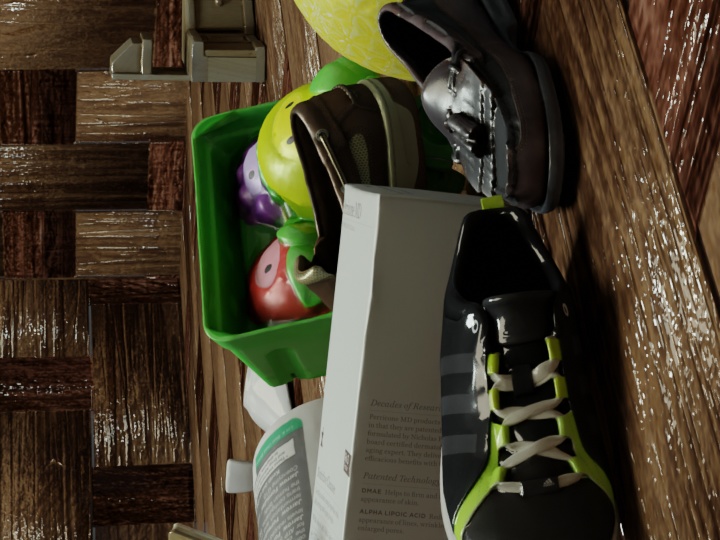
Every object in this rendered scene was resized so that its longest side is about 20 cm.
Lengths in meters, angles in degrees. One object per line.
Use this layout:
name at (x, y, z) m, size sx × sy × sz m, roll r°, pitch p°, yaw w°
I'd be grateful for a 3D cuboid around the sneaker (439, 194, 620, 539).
sneaker at (0.061, 0.048, 0.925) m, size 0.200 × 0.072 × 0.083 m, roll -99°, pitch -2°, yaw -47°

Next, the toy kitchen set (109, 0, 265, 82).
toy kitchen set at (-0.194, -0.302, 2.443) m, size 0.200 × 0.163 × 0.181 m, roll -123°, pitch 33°, yaw -75°

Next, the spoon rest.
spoon rest at (-0.088, 0.141, 2.166) m, size 0.200 × 0.060 × 0.100 m, roll -79°, pitch -3°, yaw -53°

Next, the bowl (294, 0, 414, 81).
bowl at (-0.006, -0.210, 1.307) m, size 0.200 × 0.107 × 0.201 m, roll 180°, pitch 90°, yaw -82°

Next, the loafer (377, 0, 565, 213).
loafer at (0.051, -0.082, 1.063) m, size 0.200 × 0.063 × 0.072 m, roll -105°, pitch 16°, yaw -61°

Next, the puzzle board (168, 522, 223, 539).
puzzle board at (-0.012, 0.221, 1.164) m, size 0.017 × 0.200 × 0.151 m, roll -48°, pitch -31°, yaw -49°

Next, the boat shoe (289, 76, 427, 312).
boat shoe at (-0.002, 0.000, 1.208) m, size 0.075 × 0.075 × 0.203 m, roll -175°, pitch 76°, yaw -68°

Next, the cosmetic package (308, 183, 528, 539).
cosmetic package at (0.027, 0.059, 1.126) m, size 0.113 × 0.081 × 0.201 m, roll -164°, pitch 78°, yaw -80°

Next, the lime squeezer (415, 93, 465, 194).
lime squeezer at (0.049, -0.080, 1.227) m, size 0.200 × 0.038 × 0.071 m, roll 97°, pitch -160°, yaw -47°

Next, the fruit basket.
fruit basket at (-0.037, -0.051, 1.469) m, size 0.216 × 0.155 × 0.216 m, roll -12°, pitch -90°, yaw -84°

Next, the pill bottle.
pill bottle at (-0.001, 0.177, 1.280) m, size 0.200 × 0.113 × 0.113 m, roll -99°, pitch 11°, yaw -48°
